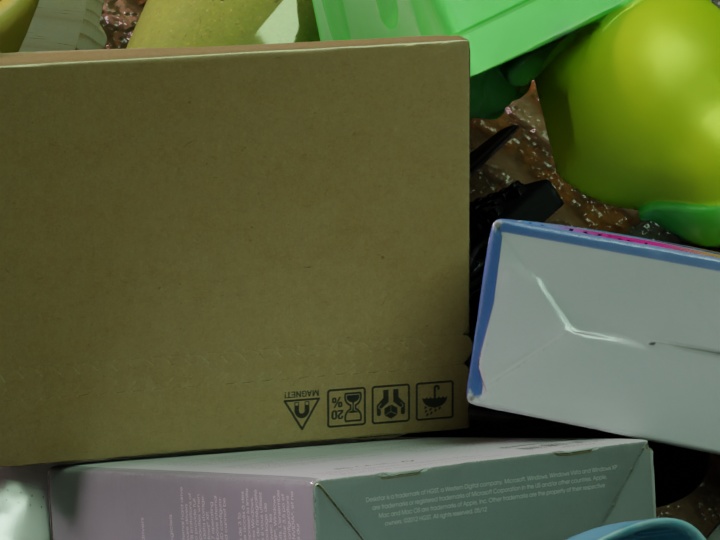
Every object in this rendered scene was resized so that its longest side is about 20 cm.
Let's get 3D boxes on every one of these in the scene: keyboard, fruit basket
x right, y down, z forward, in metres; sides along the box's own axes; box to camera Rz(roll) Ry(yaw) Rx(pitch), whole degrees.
[{"bbox_3d":[0.022,-0.001,1.332,0.200,0.104,0.040,-42,111,-45],"label":"keyboard"},{"bbox_3d":[0.099,-0.097,1.267,0.214,0.155,0.217,3,81,-23],"label":"fruit basket"}]

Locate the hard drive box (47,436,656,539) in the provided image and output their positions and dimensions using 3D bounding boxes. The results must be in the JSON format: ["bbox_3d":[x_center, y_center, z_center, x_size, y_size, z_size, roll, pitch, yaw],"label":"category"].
[{"bbox_3d":[-0.006,0.107,1.139,0.155,0.200,0.077,-3,90,-33],"label":"hard drive box"}]

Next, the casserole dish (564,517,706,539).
[{"bbox_3d":[0.055,0.161,1.039,0.199,0.122,0.039,-25,21,-29],"label":"casserole dish"}]

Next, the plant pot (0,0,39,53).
[{"bbox_3d":[-0.246,-0.096,1.215,0.200,0.189,0.201,15,45,-15],"label":"plant pot"}]

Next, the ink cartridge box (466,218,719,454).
[{"bbox_3d":[0.118,0.026,1.203,0.136,0.077,0.200,11,1,6],"label":"ink cartridge box"}]

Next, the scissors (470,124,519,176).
[{"bbox_3d":[0.000,0.000,1.301,0.199,0.014,0.073,-31,28,-8],"label":"scissors"}]

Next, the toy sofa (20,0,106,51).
[{"bbox_3d":[-0.218,-0.141,1.363,0.199,0.098,0.083,6,23,-22],"label":"toy sofa"}]

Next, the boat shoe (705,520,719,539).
[{"bbox_3d":[0.170,0.137,1.247,0.064,0.200,0.071,42,1,14],"label":"boat shoe"}]

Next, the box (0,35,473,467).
[{"bbox_3d":[-0.053,-0.009,1.163,0.199,0.164,0.021,-4,16,-12],"label":"box"}]

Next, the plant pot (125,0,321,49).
[{"bbox_3d":[-0.024,-0.111,1.376,0.187,0.187,0.200,37,58,8],"label":"plant pot"}]

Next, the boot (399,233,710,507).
[{"bbox_3d":[0.065,0.041,1.348,0.199,0.070,0.174,1,34,-5],"label":"boot"}]

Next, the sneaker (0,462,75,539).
[{"bbox_3d":[-0.144,0.047,1.218,0.076,0.081,0.201,16,48,-17],"label":"sneaker"}]
